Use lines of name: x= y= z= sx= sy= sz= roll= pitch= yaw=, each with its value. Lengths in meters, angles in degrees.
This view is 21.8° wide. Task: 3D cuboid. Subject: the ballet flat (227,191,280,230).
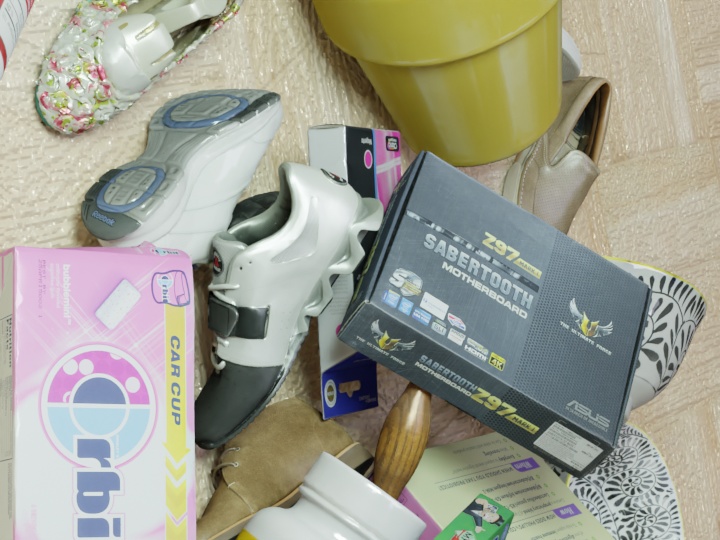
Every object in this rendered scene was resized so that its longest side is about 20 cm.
ballet flat: x=-0.027 y=-0.028 z=1.337 sx=0.199 sy=0.056 sz=0.067 roll=-13 pitch=90 yaw=-58

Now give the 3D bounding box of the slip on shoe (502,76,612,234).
slip on shoe: x=0.175 y=-0.084 z=1.616 sx=0.076 sy=0.060 sz=0.201 roll=47 pitch=49 yaw=-37

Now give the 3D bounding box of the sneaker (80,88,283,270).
sneaker: x=-0.112 y=-0.055 z=1.239 sx=0.200 sy=0.074 sz=0.088 roll=-49 pitch=137 yaw=-41

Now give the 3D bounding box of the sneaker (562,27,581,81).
sneaker: x=0.130 y=-0.248 z=1.581 sx=0.199 sy=0.073 sz=0.117 roll=32 pitch=61 yaw=-44

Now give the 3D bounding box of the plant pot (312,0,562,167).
plant pot: x=0.071 y=-0.189 z=1.409 sx=0.202 sy=0.199 sz=0.190 roll=-61 pitch=145 yaw=-39

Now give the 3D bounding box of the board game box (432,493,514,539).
board game box: x=0.033 y=0.256 z=1.189 sx=0.134 sy=0.029 sz=0.202 roll=-35 pitch=145 yaw=-55

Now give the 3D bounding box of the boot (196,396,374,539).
boot: x=-0.081 y=0.152 z=1.243 sx=0.075 sy=0.074 sz=0.199 roll=46 pitch=44 yaw=13

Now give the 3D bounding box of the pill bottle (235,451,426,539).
pill bottle: x=-0.046 y=0.219 z=1.159 sx=0.111 sy=0.111 sz=0.201 roll=41 pitch=80 yaw=-40

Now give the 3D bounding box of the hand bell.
hand bell: x=0.010 y=0.171 z=1.254 sx=0.104 sy=0.104 sz=0.202 roll=20 pitch=90 yaw=-49

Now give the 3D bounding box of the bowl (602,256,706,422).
bowl: x=0.165 y=0.067 z=1.445 sx=0.200 sy=0.199 sz=0.095 roll=30 pitch=59 yaw=-46

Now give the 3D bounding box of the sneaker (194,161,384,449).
sneaker: x=-0.074 y=0.018 z=1.225 sx=0.088 sy=0.074 sz=0.201 roll=30 pitch=91 yaw=-24

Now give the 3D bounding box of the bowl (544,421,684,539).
bowl: x=0.179 y=0.226 z=1.531 sx=0.200 sy=0.094 sz=0.203 roll=13 pitch=73 yaw=-51

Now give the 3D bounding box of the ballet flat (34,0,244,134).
ballet flat: x=-0.137 y=-0.159 z=1.217 sx=0.200 sy=0.063 sz=0.076 roll=-53 pitch=124 yaw=-43

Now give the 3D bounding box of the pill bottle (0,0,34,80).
pill bottle: x=-0.239 y=-0.160 z=1.042 sx=0.112 sy=0.111 sz=0.202 roll=44 pitch=50 yaw=-39

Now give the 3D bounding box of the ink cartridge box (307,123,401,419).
ink cartridge box: x=0.000 y=0.000 z=1.315 sx=0.095 sy=0.037 sz=0.202 roll=-4 pitch=93 yaw=-65

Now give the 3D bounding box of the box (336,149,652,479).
box: x=0.096 y=0.028 z=1.279 sx=0.199 sy=0.051 sz=0.158 roll=31 pitch=45 yaw=-9

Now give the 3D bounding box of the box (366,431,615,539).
box: x=0.102 y=0.226 z=1.344 sx=0.200 sy=0.097 sz=0.175 roll=47 pitch=29 yaw=24

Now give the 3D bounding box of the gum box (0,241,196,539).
gum box: x=-0.161 y=0.081 z=1.104 sx=0.112 sy=0.066 sz=0.202 roll=3 pitch=80 yaw=-30
